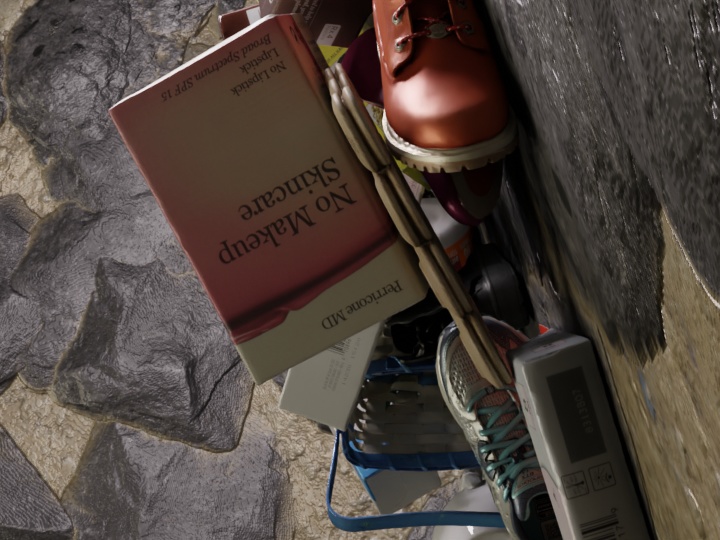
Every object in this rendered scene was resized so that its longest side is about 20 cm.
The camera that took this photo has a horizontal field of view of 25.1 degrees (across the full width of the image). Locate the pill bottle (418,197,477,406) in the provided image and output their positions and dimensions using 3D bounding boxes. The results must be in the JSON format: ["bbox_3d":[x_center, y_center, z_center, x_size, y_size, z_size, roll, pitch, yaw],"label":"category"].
[{"bbox_3d":[0.067,0.046,1.440,0.110,0.109,0.202,-109,1,-67],"label":"pill bottle"}]

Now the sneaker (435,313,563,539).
[{"bbox_3d":[0.113,0.122,1.080,0.201,0.077,0.086,63,-175,-6],"label":"sneaker"}]

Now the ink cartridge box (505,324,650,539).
[{"bbox_3d":[0.128,0.120,0.987,0.200,0.057,0.164,177,75,-85],"label":"ink cartridge box"}]

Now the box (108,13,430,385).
[{"bbox_3d":[-0.053,-0.049,1.044,0.201,0.127,0.109,61,-171,-5],"label":"box"}]

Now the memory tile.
[{"bbox_3d":[0.032,-0.029,0.969,0.201,0.017,0.153,60,-176,-16],"label":"memory tile"}]

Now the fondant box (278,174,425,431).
[{"bbox_3d":[0.000,0.000,1.225,0.201,0.058,0.145,-70,-1,-52],"label":"fondant box"}]

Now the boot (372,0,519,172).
[{"bbox_3d":[0.038,-0.136,0.926,0.201,0.074,0.108,-106,4,-53],"label":"boot"}]

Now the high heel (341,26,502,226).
[{"bbox_3d":[0.033,-0.086,1.043,0.067,0.096,0.201,31,-145,-33],"label":"high heel"}]

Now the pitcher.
[{"bbox_3d":[0.115,0.218,1.454,0.173,0.120,0.200,65,-170,-6],"label":"pitcher"}]

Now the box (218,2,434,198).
[{"bbox_3d":[-0.023,-0.149,1.517,0.200,0.164,0.166,73,179,-70],"label":"box"}]

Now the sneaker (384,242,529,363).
[{"bbox_3d":[0.066,0.027,1.209,0.200,0.103,0.061,-111,3,-83],"label":"sneaker"}]

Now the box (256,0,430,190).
[{"bbox_3d":[-0.002,-0.152,1.201,0.200,0.050,0.075,50,-171,19],"label":"box"}]

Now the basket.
[{"bbox_3d":[0.064,0.121,1.300,0.201,0.174,0.140,-86,-5,-47],"label":"basket"}]

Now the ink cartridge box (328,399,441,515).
[{"bbox_3d":[-0.007,0.113,1.482,0.201,0.067,0.115,58,175,27],"label":"ink cartridge box"}]

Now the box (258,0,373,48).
[{"bbox_3d":[-0.035,-0.265,1.123,0.100,0.074,0.202,122,143,-50],"label":"box"}]

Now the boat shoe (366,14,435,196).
[{"bbox_3d":[0.032,-0.139,1.328,0.071,0.069,0.202,73,180,-70],"label":"boat shoe"}]
